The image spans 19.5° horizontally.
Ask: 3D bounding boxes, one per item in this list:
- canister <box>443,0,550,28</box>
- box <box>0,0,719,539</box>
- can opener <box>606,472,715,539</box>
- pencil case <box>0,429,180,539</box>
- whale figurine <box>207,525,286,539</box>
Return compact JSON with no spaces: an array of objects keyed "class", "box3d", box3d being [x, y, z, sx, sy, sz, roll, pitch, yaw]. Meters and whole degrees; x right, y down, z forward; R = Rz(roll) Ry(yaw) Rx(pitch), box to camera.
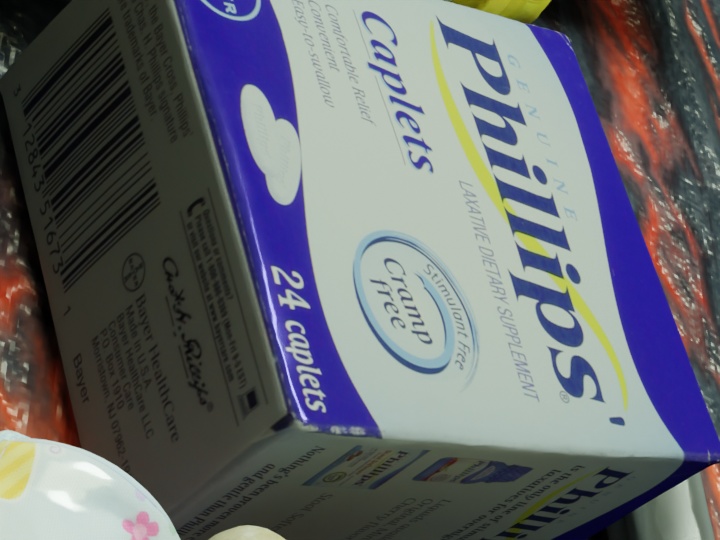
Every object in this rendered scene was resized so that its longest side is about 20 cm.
[{"class":"canister","box3d":[-0.040,-0.150,0.767,0.199,0.148,0.087,11,92,-37]},{"class":"box","box3d":[0.000,0.000,0.717,0.199,0.105,0.185,8,55,-42]},{"class":"can opener","box3d":[0.096,0.054,0.827,0.066,0.053,0.201,-7,58,-9]},{"class":"pencil case","box3d":[-0.104,0.135,0.517,0.091,0.083,0.201,45,36,-24]},{"class":"whale figurine","box3d":[-0.010,0.137,0.535,0.200,0.104,0.159,19,26,-53]}]
